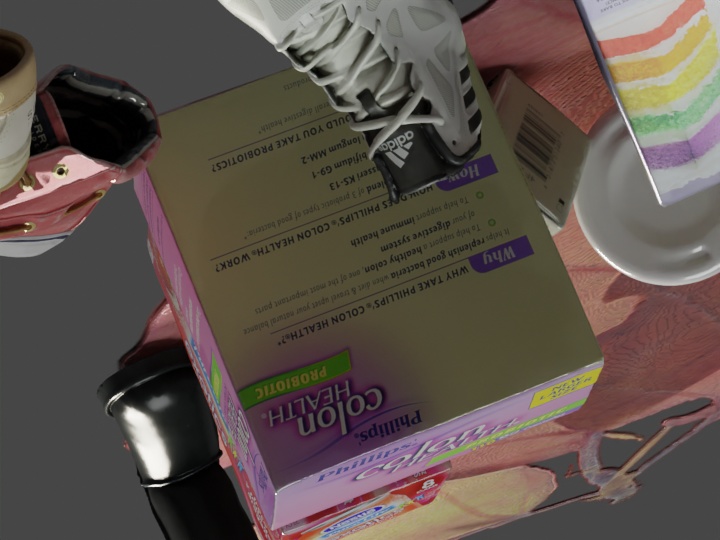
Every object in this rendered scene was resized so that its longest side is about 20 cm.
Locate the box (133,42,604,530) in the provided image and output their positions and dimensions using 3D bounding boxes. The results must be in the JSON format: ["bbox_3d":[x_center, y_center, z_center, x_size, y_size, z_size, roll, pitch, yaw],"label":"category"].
[{"bbox_3d":[0.000,0.000,1.339,0.175,0.201,0.097,-21,165,-10],"label":"box"}]

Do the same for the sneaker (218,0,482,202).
[{"bbox_3d":[0.006,-0.096,1.182,0.075,0.116,0.200,-29,164,22],"label":"sneaker"}]

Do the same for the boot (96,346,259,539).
[{"bbox_3d":[-0.108,0.148,1.754,0.073,0.163,0.198,-22,165,-8],"label":"boot"}]

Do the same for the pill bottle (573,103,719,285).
[{"bbox_3d":[0.185,-0.051,1.571,0.111,0.113,0.200,-25,179,8],"label":"pill bottle"}]

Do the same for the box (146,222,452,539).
[{"bbox_3d":[-0.036,0.042,1.427,0.099,0.201,0.096,-19,167,-11],"label":"box"}]

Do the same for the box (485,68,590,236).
[{"bbox_3d":[0.037,-0.023,1.506,0.200,0.068,0.082,-38,-159,40],"label":"box"}]

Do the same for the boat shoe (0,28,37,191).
[{"bbox_3d":[-0.221,-0.071,1.046,0.199,0.074,0.069,-4,134,-30],"label":"boat shoe"}]

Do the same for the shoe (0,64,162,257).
[{"bbox_3d":[-0.175,-0.049,1.182,0.091,0.072,0.200,-36,163,29],"label":"shoe"}]

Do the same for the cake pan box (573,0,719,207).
[{"bbox_3d":[0.208,-0.139,1.311,0.199,0.053,0.185,-23,139,4],"label":"cake pan box"}]
